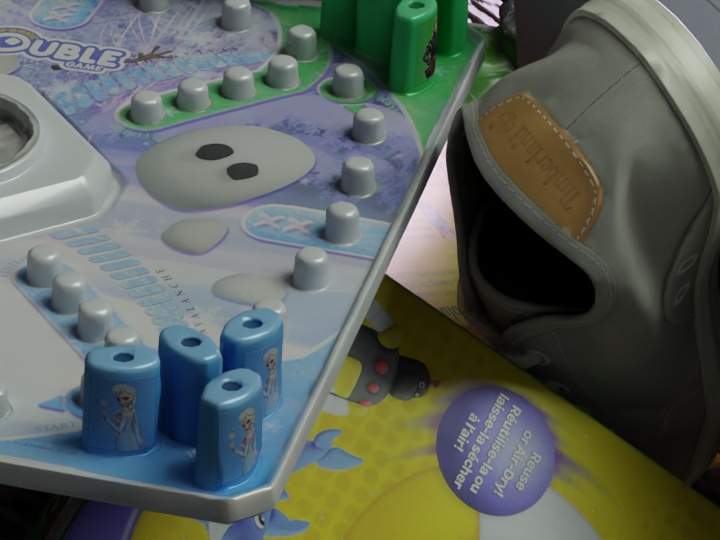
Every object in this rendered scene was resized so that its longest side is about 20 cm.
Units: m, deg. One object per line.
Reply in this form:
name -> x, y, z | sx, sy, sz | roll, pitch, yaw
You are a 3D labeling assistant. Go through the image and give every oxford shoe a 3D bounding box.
oxford shoe -> 0.050, 0.006, 0.702 | 0.075, 0.058, 0.200 | 49, -14, 22

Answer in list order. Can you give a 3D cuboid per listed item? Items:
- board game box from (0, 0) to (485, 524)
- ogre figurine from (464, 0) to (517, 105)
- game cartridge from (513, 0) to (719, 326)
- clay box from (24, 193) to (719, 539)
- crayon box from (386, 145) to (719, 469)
board game box -> -0.089, -0.029, 0.645 | 0.200, 0.026, 0.200 | 9, 33, 11
ogre figurine -> 0.048, -0.070, 0.947 | 0.098, 0.120, 0.200 | -1, 47, -53
game cartridge -> 0.104, 0.002, 0.695 | 0.041, 0.133, 0.200 | -28, 60, -17
clay box -> 0.026, 0.087, 0.674 | 0.200, 0.048, 0.115 | 34, 69, -11
crayon box -> 0.000, 0.000, 0.846 | 0.200, 0.051, 0.127 | 51, 27, 23
